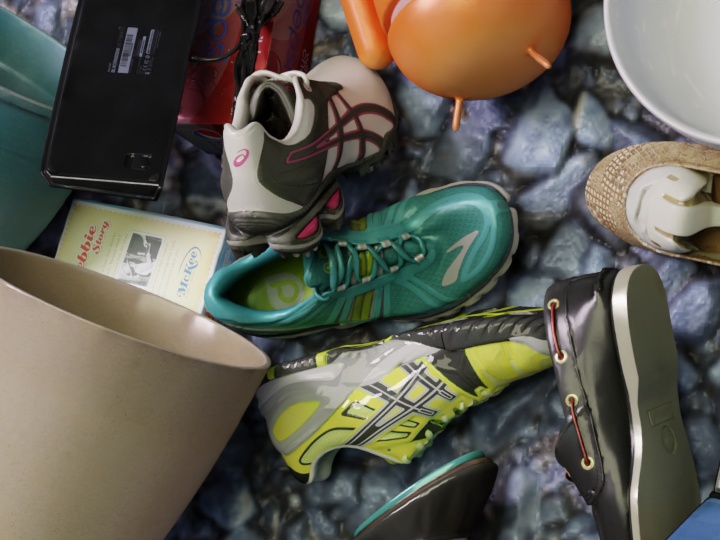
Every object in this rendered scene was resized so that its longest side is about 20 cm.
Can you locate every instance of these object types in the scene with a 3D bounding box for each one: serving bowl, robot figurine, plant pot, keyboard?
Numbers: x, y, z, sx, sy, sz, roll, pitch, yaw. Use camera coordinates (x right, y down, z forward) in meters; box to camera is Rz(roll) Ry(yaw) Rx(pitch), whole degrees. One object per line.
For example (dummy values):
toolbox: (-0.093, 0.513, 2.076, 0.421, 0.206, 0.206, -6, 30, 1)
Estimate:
serving bowl: (0.244, -0.152, 1.473, 0.200, 0.066, 0.200, -8, 67, 20)
robot figurine: (0.059, -0.187, 1.542, 0.144, 0.117, 0.200, -13, 65, -5)
plant pot: (-0.174, 0.112, 1.484, 0.187, 0.187, 0.200, 24, 96, 28)
keyboard: (-0.115, -0.126, 1.546, 0.127, 0.021, 0.200, 5, 57, 6)
plant pot: (-0.280, -0.068, 1.617, 0.200, 0.200, 0.188, 38, 105, 29)

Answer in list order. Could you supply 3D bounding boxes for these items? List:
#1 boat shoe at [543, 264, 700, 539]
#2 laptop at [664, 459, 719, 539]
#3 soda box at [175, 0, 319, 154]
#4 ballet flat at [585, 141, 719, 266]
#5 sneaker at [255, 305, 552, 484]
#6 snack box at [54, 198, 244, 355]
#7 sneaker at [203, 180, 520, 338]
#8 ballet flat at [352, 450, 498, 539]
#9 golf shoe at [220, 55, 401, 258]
boat shoe: (0.145, 0.099, 1.427, 0.063, 0.074, 0.202, -10, 85, 32)
laptop: (0.267, 0.096, 1.351, 0.187, 0.116, 0.200, 9, 75, 25)
soda box: (-0.067, -0.175, 1.622, 0.070, 0.063, 0.200, 3, 75, 23)
ballet flat: (0.210, -0.031, 1.445, 0.200, 0.065, 0.071, 11, 103, 28)
sneaker: (0.038, 0.070, 1.502, 0.200, 0.075, 0.077, -16, 89, 21)
snack box: (-0.153, 0.061, 1.598, 0.116, 0.037, 0.200, 12, 79, 25)
sneaker: (0.000, 0.000, 1.522, 0.200, 0.080, 0.078, -19, 80, 19)
ballet flat: (0.007, 0.177, 1.479, 0.200, 0.068, 0.068, -32, 73, 23)
golf shoe: (-0.029, -0.089, 1.520, 0.077, 0.088, 0.200, -4, 31, 19)
